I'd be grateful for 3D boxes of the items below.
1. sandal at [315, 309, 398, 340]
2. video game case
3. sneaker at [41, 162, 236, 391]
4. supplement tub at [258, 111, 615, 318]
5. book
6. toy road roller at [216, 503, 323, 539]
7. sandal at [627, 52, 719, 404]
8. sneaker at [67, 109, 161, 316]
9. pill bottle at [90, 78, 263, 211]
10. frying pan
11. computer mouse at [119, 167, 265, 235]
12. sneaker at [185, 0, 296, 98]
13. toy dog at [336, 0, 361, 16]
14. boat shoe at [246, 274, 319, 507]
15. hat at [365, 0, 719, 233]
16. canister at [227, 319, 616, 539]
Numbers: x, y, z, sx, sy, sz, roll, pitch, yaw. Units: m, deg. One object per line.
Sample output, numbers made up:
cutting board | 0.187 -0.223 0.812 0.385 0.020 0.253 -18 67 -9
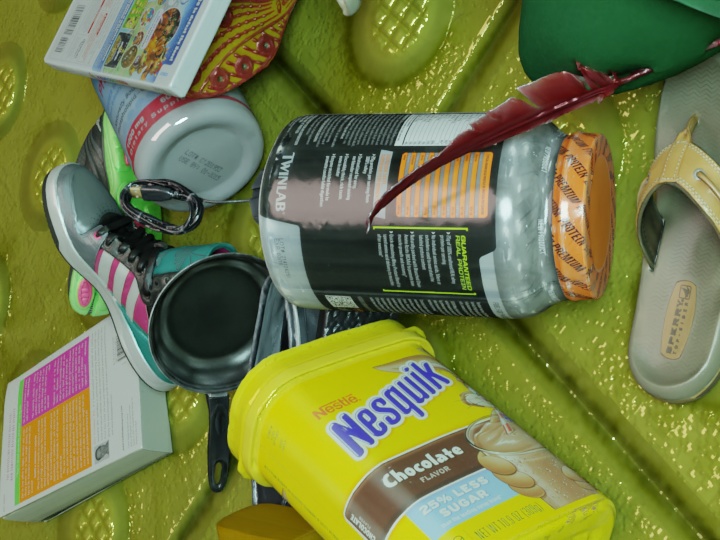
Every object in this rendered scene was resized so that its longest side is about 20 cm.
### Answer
sandal | -0.001 0.000 0.917 0.048 0.074 0.203 -171 92 -72
video game case | -0.161 -0.209 1.006 0.199 0.018 0.145 19 81 49
sneaker | -0.160 -0.009 1.032 0.120 0.084 0.201 -23 102 34
supplement tub | 0.049 -0.034 0.799 0.197 0.122 0.124 3 82 22
book | -0.245 0.126 1.155 0.199 0.048 0.135 -29 58 37
toy road roller | -0.050 0.236 0.833 0.199 0.145 0.125 0 103 50
sandal | 0.183 -0.027 0.740 0.080 0.054 0.203 9 87 46
sneaker | -0.219 -0.050 1.154 0.083 0.076 0.202 -23 52 47
pill bottle | -0.162 -0.153 1.086 0.109 0.108 0.201 -50 51 25
frying pan | -0.094 0.068 1.002 0.031 0.114 0.192 48 160 56
computer mouse | -0.089 -0.058 0.977 0.197 0.034 0.059 -3 71 13
sneaker | -0.095 -0.208 1.031 0.077 0.073 0.201 1 49 45
toy dog | 0.021 -0.309 0.895 0.199 0.195 0.140 -33 36 -4
boat shoe | -0.059 0.101 0.948 0.071 0.067 0.203 8 87 46
hat | 0.123 -0.103 0.746 0.166 0.198 0.178 -89 18 -63
canister | 0.035 0.124 0.788 0.200 0.147 0.088 38 130 40
